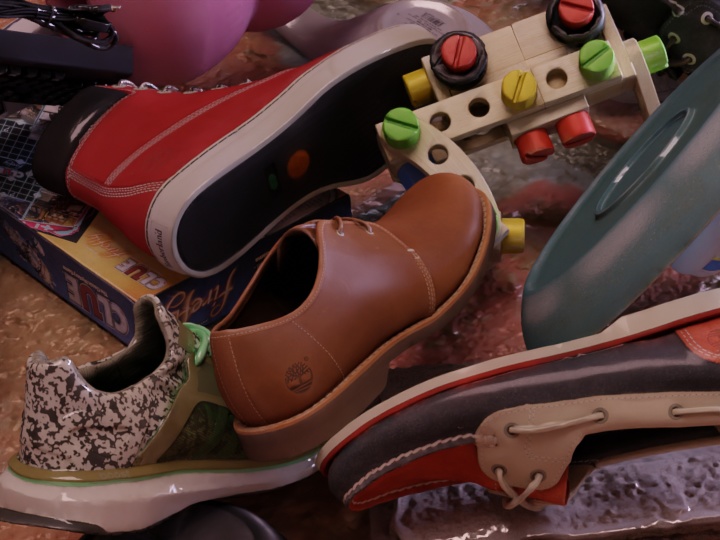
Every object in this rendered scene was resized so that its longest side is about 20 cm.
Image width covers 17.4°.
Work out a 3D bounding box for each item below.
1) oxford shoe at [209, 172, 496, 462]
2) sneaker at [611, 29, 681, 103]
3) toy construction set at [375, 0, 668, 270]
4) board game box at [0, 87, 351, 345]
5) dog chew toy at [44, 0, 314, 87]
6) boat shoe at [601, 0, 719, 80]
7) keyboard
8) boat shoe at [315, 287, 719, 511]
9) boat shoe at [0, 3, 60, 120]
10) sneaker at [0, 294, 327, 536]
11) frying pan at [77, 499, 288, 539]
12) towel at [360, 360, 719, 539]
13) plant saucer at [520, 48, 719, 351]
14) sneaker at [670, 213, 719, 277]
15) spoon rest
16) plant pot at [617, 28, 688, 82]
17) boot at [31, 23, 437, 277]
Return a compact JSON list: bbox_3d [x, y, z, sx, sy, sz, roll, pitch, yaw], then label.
[{"bbox_3d":[0.000,0.000,1.037,0.071,0.071,0.200,-12,23,36],"label":"oxford shoe"},{"bbox_3d":[0.187,-0.162,1.356,0.200,0.074,0.118,-37,21,-18],"label":"sneaker"},{"bbox_3d":[0.091,-0.061,1.172,0.200,0.092,0.131,-16,72,-15],"label":"toy construction set"},{"bbox_3d":[-0.118,-0.037,1.239,0.135,0.035,0.200,-28,41,-29],"label":"board game box"},{"bbox_3d":[-0.073,-0.179,1.293,0.200,0.125,0.125,-24,39,-24],"label":"dog chew toy"},{"bbox_3d":[0.179,-0.123,1.217,0.200,0.057,0.069,21,-15,-22],"label":"boat shoe"},{"bbox_3d":[-0.199,-0.109,1.171,0.200,0.021,0.127,2,-19,-40],"label":"keyboard"},{"bbox_3d":[0.081,0.066,0.979,0.200,0.071,0.063,-18,74,0],"label":"boat shoe"},{"bbox_3d":[-0.217,-0.102,1.321,0.070,0.071,0.200,27,52,34],"label":"boat shoe"},{"bbox_3d":[-0.073,0.052,1.027,0.077,0.089,0.200,12,19,37],"label":"sneaker"},{"bbox_3d":[-0.090,0.153,0.972,0.115,0.031,0.190,5,33,16],"label":"frying pan"},{"bbox_3d":[0.099,0.081,1.038,0.200,0.034,0.133,-6,36,-1],"label":"towel"},{"bbox_3d":[0.134,-0.041,1.049,0.027,0.200,0.200,40,42,-5],"label":"plant saucer"},{"bbox_3d":[0.212,-0.036,1.119,0.105,0.076,0.200,39,38,0],"label":"sneaker"},{"bbox_3d":[0.001,-0.141,1.363,0.200,0.061,0.099,37,53,28],"label":"spoon rest"},{"bbox_3d":[0.213,-0.195,1.287,0.200,0.200,0.027,-20,3,-19],"label":"plant pot"},{"bbox_3d":[-0.065,-0.084,1.210,0.200,0.072,0.144,-33,42,-28],"label":"boot"}]
